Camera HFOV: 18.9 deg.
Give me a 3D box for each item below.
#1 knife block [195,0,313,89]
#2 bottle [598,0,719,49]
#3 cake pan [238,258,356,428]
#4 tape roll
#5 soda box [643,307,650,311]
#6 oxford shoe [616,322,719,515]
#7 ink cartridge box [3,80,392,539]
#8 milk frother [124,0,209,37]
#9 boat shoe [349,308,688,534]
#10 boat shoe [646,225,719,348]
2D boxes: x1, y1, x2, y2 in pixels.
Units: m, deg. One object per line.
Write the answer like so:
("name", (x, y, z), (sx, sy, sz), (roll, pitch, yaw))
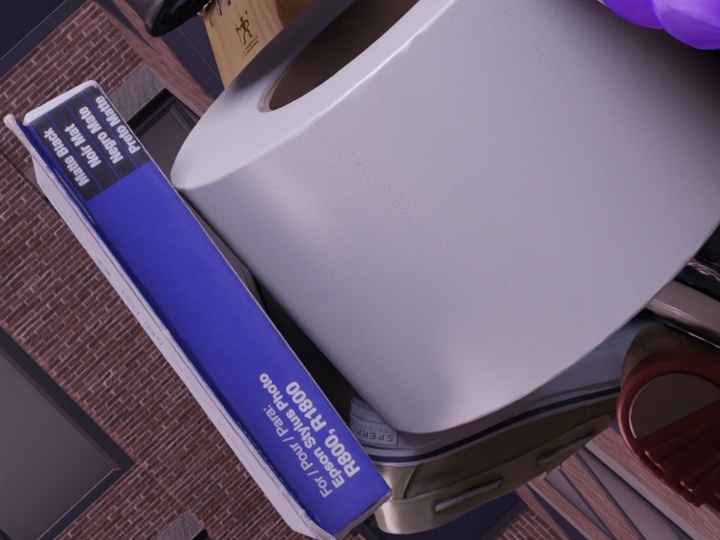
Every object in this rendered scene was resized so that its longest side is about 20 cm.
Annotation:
("knife block", (-0.041, -0.177, 1.218), (0.200, 0.064, 0.176), (5, -123, -37))
("bottle", (0.090, -0.122, 0.702), (0.200, 0.065, 0.084), (42, 172, 47))
("cake pan", (0.000, 0.000, 1.036), (0.200, 0.037, 0.201), (53, -156, -36))
("tape roll", (0.042, -0.051, 0.877), (0.139, 0.203, 0.203), (49, 175, -16))
("soda box", (0.137, -0.007, 1.074), (0.068, 0.064, 0.200), (1, 158, 14))
("oxford shoe", (0.189, 0.095, 0.939), (0.200, 0.070, 0.075), (48, -161, -15))
("ink cartridge box", (-0.062, 0.019, 0.861), (0.200, 0.041, 0.200), (54, 174, 0))
("milk frother", (-0.096, -0.214, 0.919), (0.188, 0.181, 0.200), (44, 169, 1))
("boat shoe", (0.073, 0.064, 0.989), (0.072, 0.200, 0.062), (18, 117, 48))
("boat shoe", (0.179, 0.011, 0.980), (0.075, 0.062, 0.200), (29, -179, 31))
